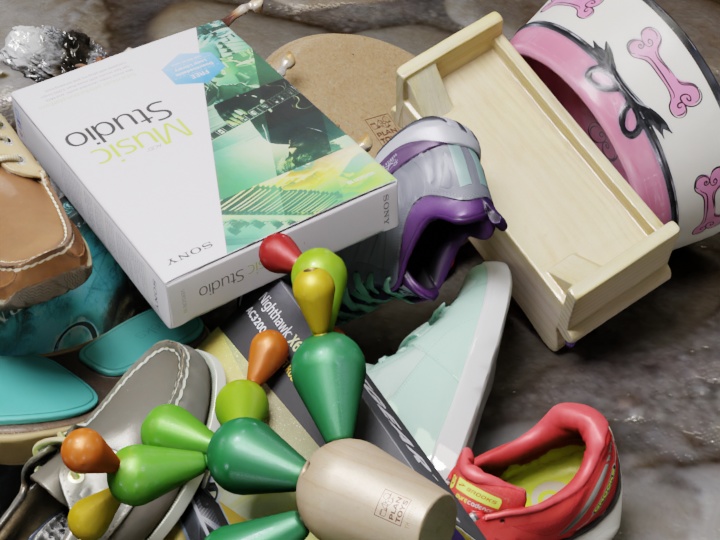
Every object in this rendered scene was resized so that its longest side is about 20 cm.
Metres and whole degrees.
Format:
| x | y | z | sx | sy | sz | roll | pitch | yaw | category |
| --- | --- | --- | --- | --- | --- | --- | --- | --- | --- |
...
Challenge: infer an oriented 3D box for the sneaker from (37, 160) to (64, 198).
| x | y | z | sx | sy | sz | roll | pitch | yaw | category |
| --- | --- | --- | --- | --- | --- | --- | --- | --- | --- |
| -0.172 | -0.027 | 0.850 | 0.199 | 0.082 | 0.074 | -23 | 65 | -45 | sneaker |

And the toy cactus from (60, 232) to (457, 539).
| x | y | z | sx | sy | sz | roll | pitch | yaw | category |
| --- | --- | --- | --- | --- | --- | --- | --- | --- | --- |
| -0.035 | 0.078 | 0.577 | 0.164 | 0.103 | 0.201 | 15 | 60 | 34 | toy cactus |

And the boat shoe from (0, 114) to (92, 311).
| x | y | z | sx | sy | sz | roll | pitch | yaw | category |
| --- | --- | --- | --- | --- | --- | --- | --- | --- | --- |
| -0.203 | -0.044 | 0.698 | 0.075 | 0.075 | 0.200 | -25 | 34 | -24 | boat shoe |

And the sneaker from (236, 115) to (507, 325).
| x | y | z | sx | sy | sz | roll | pitch | yaw | category |
| --- | --- | --- | --- | --- | --- | --- | --- | --- | --- |
| 0.000 | 0.000 | 0.794 | 0.074 | 0.200 | 0.088 | 20 | 37 | -40 | sneaker |

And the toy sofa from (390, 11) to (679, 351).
| x | y | z | sx | sy | sz | roll | pitch | yaw | category |
| --- | --- | --- | --- | --- | --- | --- | --- | --- | --- |
| 0.107 | -0.055 | 0.850 | 0.082 | 0.098 | 0.201 | -31 | 67 | -12 | toy sofa |

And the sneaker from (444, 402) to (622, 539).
| x | y | z | sx | sy | sz | roll | pitch | yaw | category |
| --- | --- | --- | --- | --- | --- | --- | --- | --- | --- |
| 0.049 | 0.130 | 0.663 | 0.199 | 0.086 | 0.077 | -34 | 46 | -23 | sneaker |

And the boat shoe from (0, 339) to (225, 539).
| x | y | z | sx | sy | sz | roll | pitch | yaw | category |
| --- | --- | --- | --- | --- | --- | --- | --- | --- | --- |
| -0.136 | 0.116 | 0.639 | 0.072 | 0.060 | 0.203 | 14 | 67 | 47 | boat shoe |

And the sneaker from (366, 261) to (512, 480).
| x | y | z | sx | sy | sz | roll | pitch | yaw | category |
| --- | --- | --- | --- | --- | --- | --- | --- | --- | --- |
| 0.021 | 0.051 | 0.787 | 0.117 | 0.074 | 0.201 | 14 | 40 | 11 | sneaker |

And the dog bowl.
| x | y | z | sx | sy | sz | roll | pitch | yaw | category |
| --- | --- | --- | --- | --- | --- | --- | --- | --- | --- |
| 0.164 | -0.093 | 0.897 | 0.073 | 0.201 | 0.200 | -32 | 43 | -13 | dog bowl |

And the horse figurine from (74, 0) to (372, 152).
| x | y | z | sx | sy | sz | roll | pitch | yaw | category |
| --- | --- | --- | --- | --- | --- | --- | --- | --- | --- |
| -0.079 | -0.091 | 0.852 | 0.132 | 0.050 | 0.201 | -28 | 71 | -22 | horse figurine |

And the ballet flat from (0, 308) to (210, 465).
| x | y | z | sx | sy | sz | roll | pitch | yaw | category |
| --- | --- | --- | --- | --- | --- | --- | --- | --- | --- |
| -0.154 | 0.074 | 0.720 | 0.068 | 0.064 | 0.199 | 30 | 29 | 29 | ballet flat |

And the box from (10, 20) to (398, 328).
| x | y | z | sx | sy | sz | roll | pitch | yaw | category |
| --- | --- | --- | --- | --- | --- | --- | --- | --- | --- |
| -0.091 | -0.063 | 0.748 | 0.143 | 0.037 | 0.200 | -25 | 49 | -24 | box |

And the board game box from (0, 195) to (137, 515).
| x | y | z | sx | sy | sz | roll | pitch | yaw | category |
| --- | --- | --- | --- | --- | --- | --- | --- | --- | --- |
| -0.199 | 0.061 | 0.730 | 0.028 | 0.137 | 0.200 | 13 | 38 | 33 | board game box |

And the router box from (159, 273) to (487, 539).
| x | y | z | sx | sy | sz | roll | pitch | yaw | category |
| --- | --- | --- | --- | --- | --- | --- | --- | --- | --- |
| -0.047 | 0.118 | 0.652 | 0.157 | 0.052 | 0.200 | -44 | 42 | 4 | router box |

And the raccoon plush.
| x | y | z | sx | sy | sz | roll | pitch | yaw | category |
| --- | --- | --- | --- | --- | --- | --- | --- | --- | --- |
| -0.159 | -0.090 | 0.952 | 0.198 | 0.098 | 0.134 | 9 | 28 | -29 | raccoon plush |

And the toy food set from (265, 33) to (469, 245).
| x | y | z | sx | sy | sz | roll | pitch | yaw | category |
| --- | --- | --- | --- | --- | --- | --- | --- | --- | --- |
| 0.008 | -0.084 | 0.942 | 0.198 | 0.049 | 0.200 | 45 | 47 | 6 | toy food set |
